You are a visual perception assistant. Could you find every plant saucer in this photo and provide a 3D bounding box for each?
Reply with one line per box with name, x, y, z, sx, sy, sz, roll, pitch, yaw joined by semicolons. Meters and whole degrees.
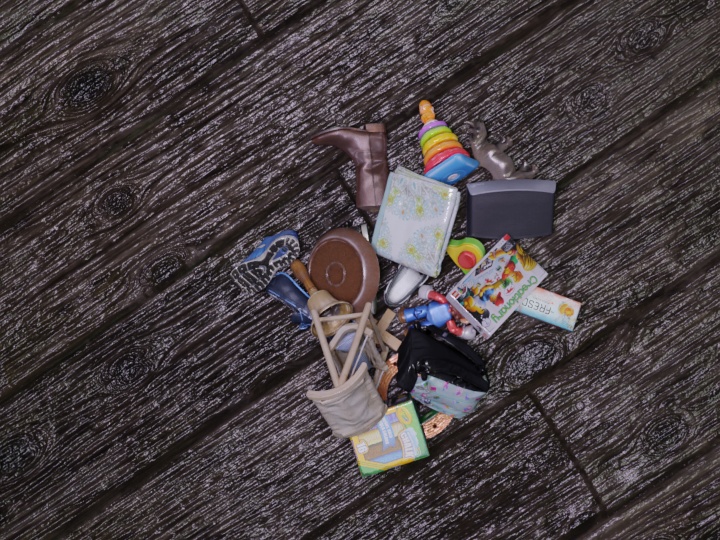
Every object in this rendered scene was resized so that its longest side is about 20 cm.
plant saucer;-0.049;0.008;1.563;0.197;0.034;0.205;2;93;34

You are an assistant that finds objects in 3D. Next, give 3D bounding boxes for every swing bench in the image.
swing bench;-0.018;0.206;1.432;0.127;0.200;0.203;-7;55;11

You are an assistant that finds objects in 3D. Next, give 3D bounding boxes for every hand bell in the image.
hand bell;-0.109;0.040;1.546;0.104;0.104;0.201;-38;57;2

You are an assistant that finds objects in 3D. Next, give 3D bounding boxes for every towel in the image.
towel;0.118;-0.107;1.530;0.169;0.048;0.204;24;108;30

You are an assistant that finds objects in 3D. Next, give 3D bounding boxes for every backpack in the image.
backpack;0.176;0.224;1.516;0.197;0.168;0.127;24;128;-10

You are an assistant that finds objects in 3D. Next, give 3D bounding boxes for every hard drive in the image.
hard drive;0.334;-0.131;1.567;0.196;0.042;0.137;-1;115;4

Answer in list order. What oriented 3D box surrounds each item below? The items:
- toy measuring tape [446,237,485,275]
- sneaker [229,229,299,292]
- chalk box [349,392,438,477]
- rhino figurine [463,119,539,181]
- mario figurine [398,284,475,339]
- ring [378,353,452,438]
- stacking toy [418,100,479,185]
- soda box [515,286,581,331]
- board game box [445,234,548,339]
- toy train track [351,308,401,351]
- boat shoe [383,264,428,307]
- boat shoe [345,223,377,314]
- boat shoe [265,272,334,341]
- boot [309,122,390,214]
toy measuring tape;0.221;-0.066;1.570;0.073;0.074;0.201;-39;101;1
sneaker;-0.212;-0.024;1.603;0.198;0.090;0.079;-32;111;18
chalk box;0.080;0.347;1.535;0.196;0.125;0.126;-18;88;4
rhino figurine;0.302;-0.262;1.585;0.087;0.060;0.200;-44;88;0
mario figurine;0.191;0.096;1.591;0.197;0.107;0.125;-18;124;12
ring;0.124;0.283;1.605;0.196;0.019;0.205;0;88;2
stacking toy;0.171;-0.294;1.580;0.109;0.115;0.203;-30;70;30
soda box;0.385;0.070;1.575;0.197;0.064;0.070;21;89;4
board game box;0.293;0.033;1.517;0.126;0.035;0.200;44;71;10
toy train track;0.006;0.119;1.604;0.198;0.033;0.115;34;74;11
boat shoe;0.124;0.000;1.589;0.075;0.060;0.202;33;91;3
boat shoe;0.000;0.000;1.591;0.059;0.072;0.205;-7;80;6
boat shoe;-0.133;0.095;1.595;0.200;0.084;0.069;42;72;16
boot;-0.016;-0.223;1.603;0.182;0.064;0.204;-7;93;4
